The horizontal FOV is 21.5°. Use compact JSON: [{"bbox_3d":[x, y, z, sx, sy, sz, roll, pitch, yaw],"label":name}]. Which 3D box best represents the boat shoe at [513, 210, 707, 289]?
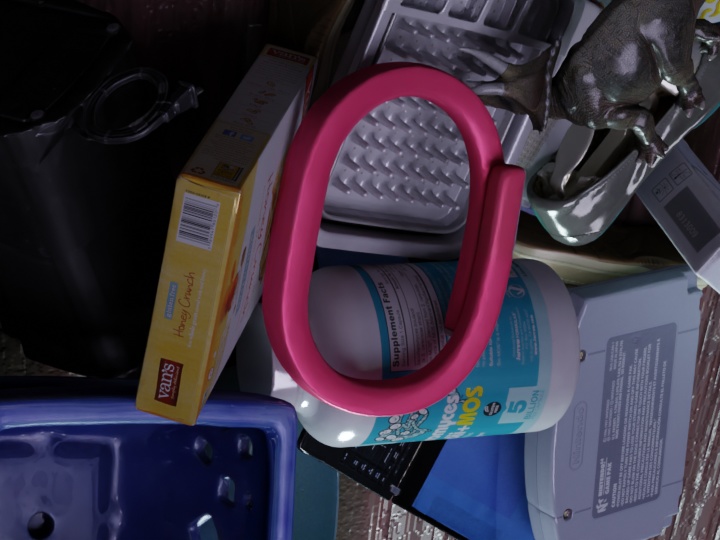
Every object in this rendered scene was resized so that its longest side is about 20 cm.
[{"bbox_3d":[0.169,0.001,1.356,0.199,0.072,0.065,7,122,-37],"label":"boat shoe"}]

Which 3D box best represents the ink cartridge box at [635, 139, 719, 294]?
[{"bbox_3d":[0.262,-0.018,1.322,0.047,0.160,0.200,-44,132,14],"label":"ink cartridge box"}]

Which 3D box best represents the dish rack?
[{"bbox_3d":[0.041,-0.107,1.142,0.171,0.043,0.201,5,113,-48],"label":"dish rack"}]

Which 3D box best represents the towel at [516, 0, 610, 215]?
[{"bbox_3d":[0.100,-0.119,1.235,0.199,0.024,0.148,21,102,-43],"label":"towel"}]

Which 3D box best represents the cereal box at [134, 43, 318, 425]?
[{"bbox_3d":[-0.071,-0.026,1.059,0.039,0.200,0.145,15,119,5],"label":"cereal box"}]

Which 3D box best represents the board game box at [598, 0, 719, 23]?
[{"bbox_3d":[0.239,-0.231,1.179,0.198,0.103,0.105,-13,132,-15],"label":"board game box"}]

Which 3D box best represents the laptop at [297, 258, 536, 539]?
[{"bbox_3d":[0.080,0.092,1.317,0.200,0.103,0.178,37,79,-51],"label":"laptop"}]

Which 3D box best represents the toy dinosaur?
[{"bbox_3d":[0.162,-0.127,1.105,0.199,0.077,0.102,-34,143,12],"label":"toy dinosaur"}]

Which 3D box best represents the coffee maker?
[{"bbox_3d":[-0.163,-0.038,1.077,0.134,0.192,0.201,-36,137,-18],"label":"coffee maker"}]

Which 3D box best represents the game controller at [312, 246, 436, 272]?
[{"bbox_3d":[0.000,0.000,1.235,0.104,0.042,0.202,-17,104,-28],"label":"game controller"}]

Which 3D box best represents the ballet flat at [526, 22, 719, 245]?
[{"bbox_3d":[0.185,-0.105,1.250,0.200,0.067,0.064,-50,126,-3],"label":"ballet flat"}]

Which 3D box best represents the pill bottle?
[{"bbox_3d":[0.027,0.051,1.175,0.198,0.111,0.111,-2,127,-21],"label":"pill bottle"}]

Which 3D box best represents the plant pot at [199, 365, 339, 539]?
[{"bbox_3d":[-0.106,0.157,1.285,0.134,0.201,0.201,2,135,17],"label":"plant pot"}]

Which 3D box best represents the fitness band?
[{"bbox_3d":[0.018,-0.017,1.079,0.143,0.037,0.202,7,98,-25],"label":"fitness band"}]

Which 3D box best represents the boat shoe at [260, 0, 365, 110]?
[{"bbox_3d":[-0.015,-0.157,1.144,0.064,0.073,0.201,-9,129,-41],"label":"boat shoe"}]

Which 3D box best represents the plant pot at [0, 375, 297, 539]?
[{"bbox_3d":[-0.166,0.158,1.099,0.199,0.179,0.202,2,95,-33],"label":"plant pot"}]

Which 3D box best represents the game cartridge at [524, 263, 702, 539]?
[{"bbox_3d":[0.174,0.100,1.326,0.133,0.040,0.202,-12,114,-37],"label":"game cartridge"}]
